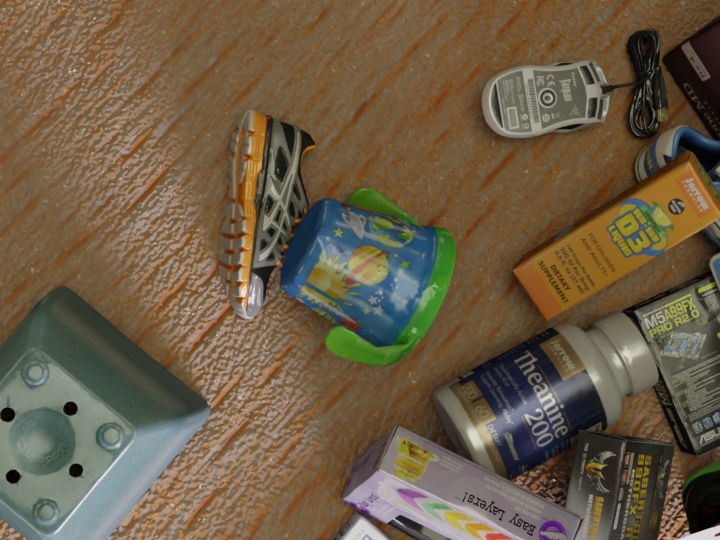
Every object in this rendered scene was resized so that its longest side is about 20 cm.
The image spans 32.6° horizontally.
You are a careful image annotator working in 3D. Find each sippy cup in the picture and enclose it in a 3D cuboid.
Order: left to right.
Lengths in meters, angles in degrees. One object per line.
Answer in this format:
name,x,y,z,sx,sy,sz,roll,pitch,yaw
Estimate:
sippy cup,0.000,0.000,1.152,0.130,0.178,0.140,24,97,-16

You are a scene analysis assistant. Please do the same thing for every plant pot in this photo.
plant pot,-0.269,0.146,1.099,0.196,0.200,0.196,40,85,-3

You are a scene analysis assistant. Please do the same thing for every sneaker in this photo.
sneaker,-0.089,-0.051,1.190,0.077,0.078,0.200,6,94,-26
sneaker,0.367,-0.072,1.210,0.200,0.082,0.074,32,67,7
sneaker,0.380,0.203,1.167,0.077,0.200,0.084,25,45,-7

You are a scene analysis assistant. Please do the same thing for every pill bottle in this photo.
pill bottle,0.180,0.120,1.188,0.200,0.111,0.111,-27,91,-6

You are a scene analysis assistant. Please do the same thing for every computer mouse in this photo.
computer mouse,0.212,-0.178,1.240,0.200,0.044,0.110,-8,93,-12

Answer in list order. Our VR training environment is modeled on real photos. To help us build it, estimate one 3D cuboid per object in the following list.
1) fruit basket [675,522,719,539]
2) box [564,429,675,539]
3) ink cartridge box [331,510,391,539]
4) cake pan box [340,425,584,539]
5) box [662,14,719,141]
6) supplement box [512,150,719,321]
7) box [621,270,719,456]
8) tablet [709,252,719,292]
fruit basket,0.332,0.286,1.117,0.185,0.200,0.094,-16,52,-5
box,0.237,0.255,1.168,0.048,0.158,0.200,10,86,32
ink cartridge box,0.009,0.374,1.197,0.200,0.043,0.196,40,84,-1
cake pan box,0.084,0.219,1.135,0.184,0.200,0.052,29,69,-2
box,0.428,-0.201,1.181,0.164,0.200,0.166,-35,91,-6
supplement box,0.248,-0.032,1.185,0.200,0.069,0.067,-34,90,19
box,0.388,0.074,1.245,0.200,0.044,0.160,-24,89,-7
tablet,0.445,0.015,1.167,0.200,0.014,0.130,-22,90,30
